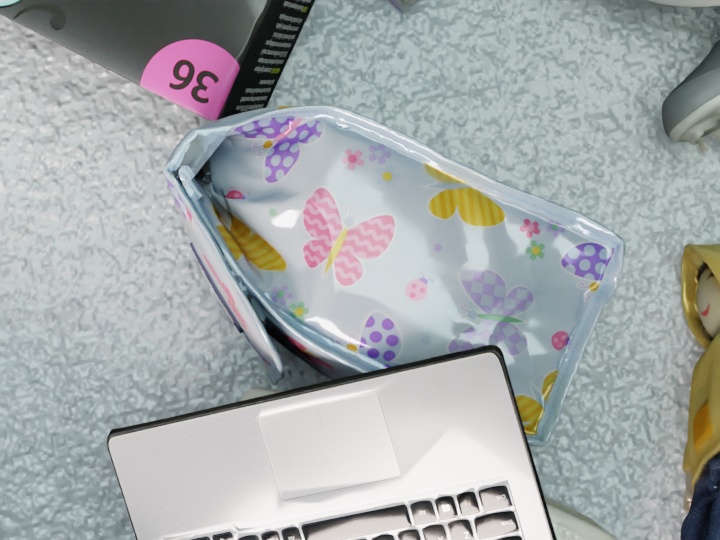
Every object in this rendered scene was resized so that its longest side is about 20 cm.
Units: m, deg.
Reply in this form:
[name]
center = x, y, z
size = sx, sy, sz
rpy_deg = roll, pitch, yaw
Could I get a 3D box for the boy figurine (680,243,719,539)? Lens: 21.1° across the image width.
[boy figurine]
center = 0.177, 0.069, 0.928
size = 0.064, 0.125, 0.201
rpy_deg = 10, 64, 1

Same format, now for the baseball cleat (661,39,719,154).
[baseball cleat]
center = 0.216, -0.143, 0.988
size = 0.199, 0.070, 0.107
rpy_deg = -31, 81, -18

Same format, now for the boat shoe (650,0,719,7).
[boat shoe]
center = 0.130, -0.183, 0.953
size = 0.198, 0.060, 0.074
rpy_deg = 14, 65, 15

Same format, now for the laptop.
[laptop]
center = -0.015, 0.157, 0.780
size = 0.186, 0.116, 0.202
rpy_deg = -14, 99, 20

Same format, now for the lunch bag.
[lunch bag]
center = 0.000, 0.000, 0.893
size = 0.199, 0.170, 0.128
rpy_deg = 27, 85, -4

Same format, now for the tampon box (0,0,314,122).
[tampon box]
center = -0.080, -0.190, 0.902
size = 0.149, 0.126, 0.201
rpy_deg = 26, 97, 4

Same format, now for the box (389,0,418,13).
[box]
center = -0.031, -0.217, 0.982
size = 0.041, 0.039, 0.200
rpy_deg = -42, 88, -8

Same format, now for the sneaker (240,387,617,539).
[sneaker]
center = 0.023, 0.125, 0.929
size = 0.199, 0.075, 0.085
rpy_deg = 25, 89, 3
